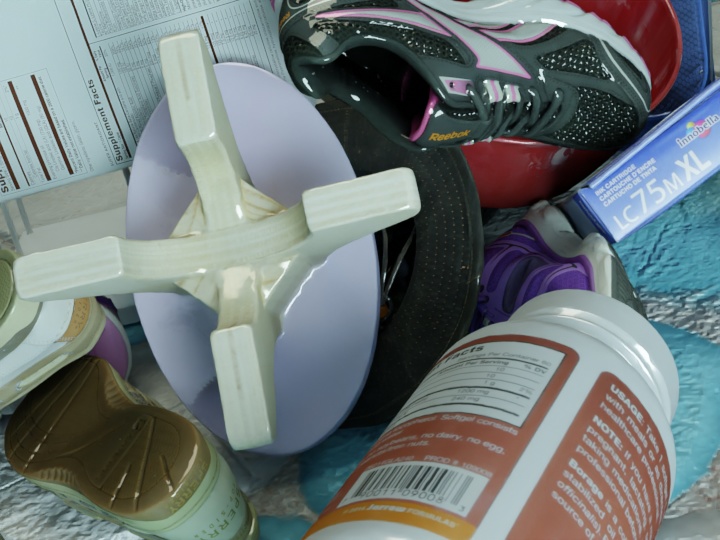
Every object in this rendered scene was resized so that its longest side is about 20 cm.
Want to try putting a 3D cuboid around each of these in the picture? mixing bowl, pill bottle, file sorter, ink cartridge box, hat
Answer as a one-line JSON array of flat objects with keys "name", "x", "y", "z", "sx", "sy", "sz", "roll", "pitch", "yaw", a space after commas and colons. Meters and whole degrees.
[{"name": "mixing bowl", "x": 0.083, "y": -0.111, "z": 0.817, "sx": 0.198, "sy": 0.109, "sz": 0.202, "roll": 3, "pitch": 50, "yaw": -3}, {"name": "pill bottle", "x": 0.057, "y": 0.091, "z": 0.523, "sx": 0.111, "sy": 0.113, "sz": 0.200, "roll": 0, "pitch": 27, "yaw": 30}, {"name": "file sorter", "x": -0.206, "y": -0.050, "z": 0.966, "sx": 0.137, "sy": 0.126, "sz": 0.200, "roll": -13, "pitch": 23, "yaw": 2}, {"name": "ink cartridge box", "x": 0.167, "y": -0.060, "z": 0.739, "sx": 0.119, "sy": 0.042, "sz": 0.200, "roll": -37, "pitch": -6, "yaw": 1}, {"name": "hat", "x": 0.000, "y": 0.000, "z": 0.756, "sx": 0.199, "sy": 0.203, "sz": 0.081, "roll": 5, "pitch": -6, "yaw": 37}]

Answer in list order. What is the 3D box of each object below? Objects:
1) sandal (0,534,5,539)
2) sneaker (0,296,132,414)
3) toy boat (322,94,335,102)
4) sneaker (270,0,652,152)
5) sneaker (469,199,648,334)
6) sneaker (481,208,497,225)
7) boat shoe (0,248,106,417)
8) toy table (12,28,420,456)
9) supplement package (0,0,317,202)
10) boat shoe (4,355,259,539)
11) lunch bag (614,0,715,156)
[{"name": "sandal", "x": -0.232, "y": 0.123, "z": 0.679, "sx": 0.081, "sy": 0.055, "sz": 0.199, "roll": -26, "pitch": 21, "yaw": -26}, {"name": "sneaker", "x": -0.231, "y": 0.051, "z": 0.827, "sx": 0.198, "sy": 0.081, "sz": 0.089, "roll": -7, "pitch": 17, "yaw": 3}, {"name": "toy boat", "x": 0.054, "y": -0.158, "z": 0.974, "sx": 0.130, "sy": 0.131, "sz": 0.200, "roll": 36, "pitch": 23, "yaw": 18}, {"name": "sneaker", "x": 0.047, "y": -0.088, "z": 0.659, "sx": 0.198, "sy": 0.081, "sz": 0.087, "roll": 13, "pitch": 47, "yaw": -12}, {"name": "sneaker", "x": 0.100, "y": 0.027, "z": 0.714, "sx": 0.083, "sy": 0.081, "sz": 0.200, "roll": -30, "pitch": 15, "yaw": -1}, {"name": "sneaker", "x": 0.032, "y": -0.057, "z": 0.879, "sx": 0.082, "sy": 0.072, "sz": 0.200, "roll": 34, "pitch": 45, "yaw": 22}, {"name": "boat shoe", "x": -0.222, "y": 0.058, "z": 0.740, "sx": 0.199, "sy": 0.068, "sz": 0.075, "roll": -26, "pitch": 56, "yaw": 32}, {"name": "toy table", "x": -0.061, "y": -0.012, "z": 0.647, "sx": 0.182, "sy": 0.202, "sz": 0.117, "roll": -24, "pitch": -9, "yaw": 2}, {"name": "supplement package", "x": -0.132, "y": -0.159, "z": 0.805, "sx": 0.198, "sy": 0.148, "sz": 0.192, "roll": -14, "pitch": 21, "yaw": 10}, {"name": "boat shoe", "x": -0.122, "y": 0.098, "z": 0.688, "sx": 0.073, "sy": 0.063, "sz": 0.199, "roll": -50, "pitch": 32, "yaw": -13}, {"name": "lunch bag", "x": 0.174, "y": -0.182, "z": 0.941, "sx": 0.134, "sy": 0.202, "sz": 0.132, "roll": -3, "pitch": -6, "yaw": 17}]
